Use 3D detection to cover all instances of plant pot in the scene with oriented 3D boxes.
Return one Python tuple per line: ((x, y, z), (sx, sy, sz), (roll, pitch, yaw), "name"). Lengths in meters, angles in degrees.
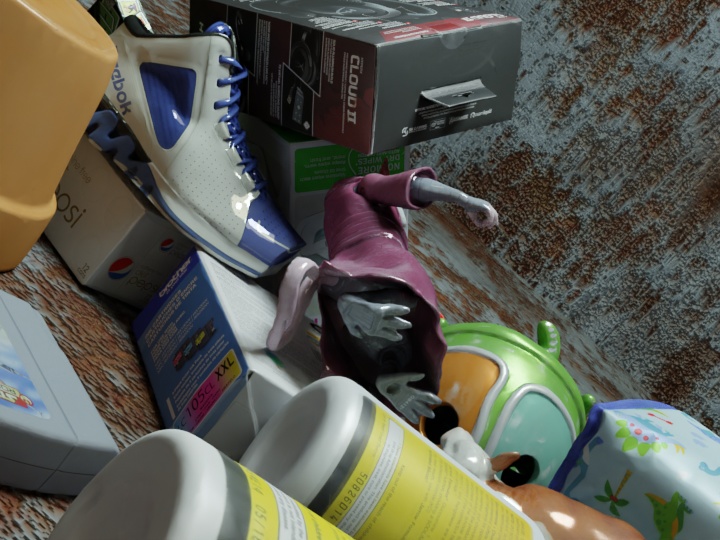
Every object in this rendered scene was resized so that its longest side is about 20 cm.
((-0.237, -0.116, 0.914), (0.200, 0.140, 0.200), (41, 10, -9), "plant pot")

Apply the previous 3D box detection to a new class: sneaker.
((-0.100, -0.095, 1.008), (0.199, 0.115, 0.081), (43, 7, 1), "sneaker")

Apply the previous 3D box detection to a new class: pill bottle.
((0.029, 0.155, 0.835), (0.200, 0.112, 0.112), (39, 10, -15), "pill bottle")
((-0.024, 0.157, 0.600), (0.200, 0.114, 0.114), (36, 10, -25), "pill bottle")

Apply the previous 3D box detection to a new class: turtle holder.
((0.093, 0.134, 1.179), (0.140, 0.186, 0.132), (16, 46, 14), "turtle holder")

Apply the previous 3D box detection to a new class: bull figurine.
((0.127, 0.168, 0.930), (0.200, 0.065, 0.121), (33, -1, 24), "bull figurine")

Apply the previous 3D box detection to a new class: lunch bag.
((0.238, 0.178, 1.064), (0.170, 0.128, 0.200), (42, 23, 30), "lunch bag")

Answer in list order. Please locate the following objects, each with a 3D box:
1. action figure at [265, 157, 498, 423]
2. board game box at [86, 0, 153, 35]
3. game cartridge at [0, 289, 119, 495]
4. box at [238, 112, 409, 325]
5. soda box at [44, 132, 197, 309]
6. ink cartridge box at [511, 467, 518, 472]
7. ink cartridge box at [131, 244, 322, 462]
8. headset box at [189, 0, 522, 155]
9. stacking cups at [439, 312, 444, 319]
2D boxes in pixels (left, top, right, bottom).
((0.000, 0.000, 0.972), (0.148, 0.134, 0.200), (10, 38, -17), "action figure")
((-0.149, -0.092, 1.102), (0.105, 0.023, 0.201), (-25, -92, 60), "board game box")
((-0.199, 0.034, 0.702), (0.200, 0.042, 0.133), (32, 9, -46), "game cartridge")
((-0.041, -0.045, 1.156), (0.096, 0.177, 0.200), (-8, 25, -21), "box")
((-0.194, -0.066, 1.071), (0.200, 0.068, 0.064), (48, 12, 35), "soda box")
((0.203, 0.225, 1.303), (0.200, 0.084, 0.146), (45, 11, 21), "ink cartridge box")
((-0.060, 0.070, 0.968), (0.136, 0.076, 0.200), (35, 13, -29), "ink cartridge box")
((0.002, -0.144, 1.066), (0.200, 0.078, 0.149), (23, 28, 38), "headset box")
((0.072, 0.084, 1.279), (0.061, 0.060, 0.200), (52, -8, 49), "stacking cups")
